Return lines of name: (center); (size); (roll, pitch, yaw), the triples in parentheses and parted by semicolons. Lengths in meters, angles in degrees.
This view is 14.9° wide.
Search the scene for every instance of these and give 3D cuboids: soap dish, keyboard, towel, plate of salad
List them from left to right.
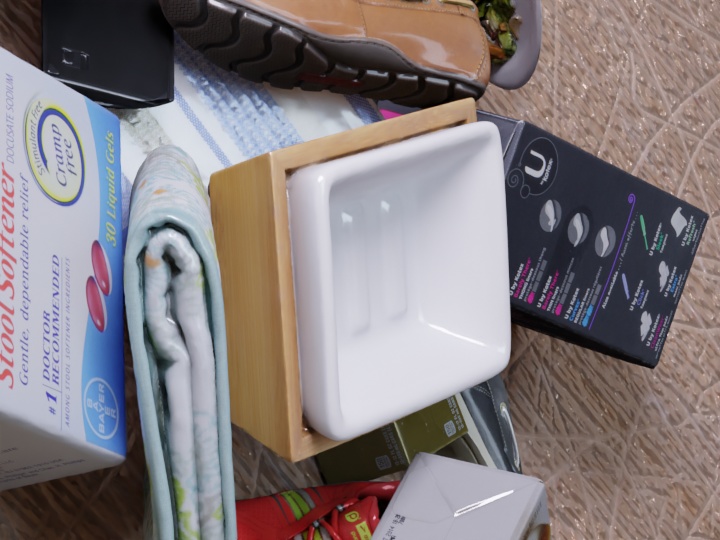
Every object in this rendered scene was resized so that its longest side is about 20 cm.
keyboard: (-0.159, -0.176, 1.460); (0.126, 0.021, 0.201); (13, 53, -25)
towel: (-0.092, 0.051, 1.359); (0.171, 0.048, 0.201); (-118, -155, -75)
towel: (-0.084, -0.072, 1.483); (0.200, 0.024, 0.147); (-44, 103, -29)
soap dish: (0.000, 0.000, 1.444); (0.200, 0.081, 0.158); (-19, 108, -55)
plate of salad: (0.055, -0.203, 1.685); (0.048, 0.200, 0.201); (-20, 92, -16)

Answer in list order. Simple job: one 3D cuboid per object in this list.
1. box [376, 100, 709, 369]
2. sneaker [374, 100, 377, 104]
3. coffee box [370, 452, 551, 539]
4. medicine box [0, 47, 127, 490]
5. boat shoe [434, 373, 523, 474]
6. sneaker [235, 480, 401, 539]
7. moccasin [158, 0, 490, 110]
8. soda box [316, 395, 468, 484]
box: (0.098, -0.026, 1.663); (0.200, 0.122, 0.107); (22, 87, -47)
sneaker: (0.005, -0.176, 1.671); (0.201, 0.071, 0.098); (56, 29, -31)
coffee box: (0.055, 0.214, 1.490); (0.201, 0.079, 0.115); (80, 30, -42)
medicine box: (-0.204, -0.009, 1.274); (0.200, 0.102, 0.183); (30, 52, -56)
boat shoe: (0.080, 0.134, 1.638); (0.067, 0.072, 0.201); (-22, 91, -50)
sneaker: (-0.029, 0.145, 1.478); (0.200, 0.085, 0.077); (-18, 89, -54)
moccasin: (-0.017, -0.141, 1.480); (0.200, 0.074, 0.078); (7, 68, -26)
soda box: (-0.013, 0.017, 1.572); (0.068, 0.064, 0.201); (-26, 96, -53)
